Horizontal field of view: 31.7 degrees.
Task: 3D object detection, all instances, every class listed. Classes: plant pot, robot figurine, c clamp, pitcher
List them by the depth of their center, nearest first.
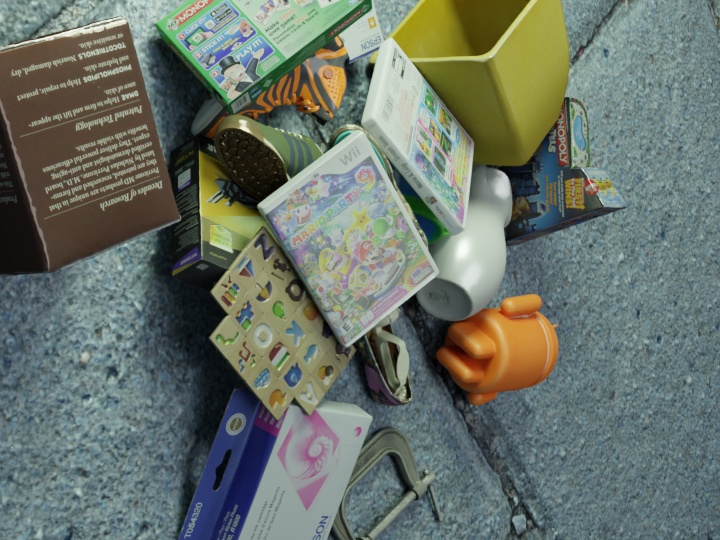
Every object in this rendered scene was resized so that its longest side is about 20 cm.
[{"bbox_3d":[0.033,0.298,1.638,0.199,0.027,0.172,-31,112,-43],"label":"c clamp"},{"bbox_3d":[0.166,-0.250,1.673,0.195,0.194,0.201,-52,130,-33],"label":"plant pot"},{"bbox_3d":[0.148,-0.014,1.710,0.172,0.120,0.201,70,34,-40],"label":"pitcher"},{"bbox_3d":[0.193,0.110,1.747,0.199,0.116,0.145,-1,84,-45],"label":"robot figurine"}]

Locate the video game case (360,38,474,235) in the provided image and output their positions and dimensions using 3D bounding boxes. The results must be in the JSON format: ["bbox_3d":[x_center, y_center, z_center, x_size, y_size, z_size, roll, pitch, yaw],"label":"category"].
[{"bbox_3d":[0.073,-0.163,1.524,0.182,0.024,0.201,49,29,-24],"label":"video game case"}]

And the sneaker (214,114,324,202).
[{"bbox_3d":[-0.088,-0.122,1.414,0.200,0.067,0.090,44,38,-37],"label":"sneaker"}]

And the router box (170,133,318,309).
[{"bbox_3d":[-0.122,-0.043,1.422,0.199,0.052,0.158,23,51,-43],"label":"router box"}]

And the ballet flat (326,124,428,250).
[{"bbox_3d":[0.015,-0.090,1.456,0.201,0.067,0.075,58,8,-28],"label":"ballet flat"}]

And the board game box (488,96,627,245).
[{"bbox_3d":[0.272,-0.136,1.769,0.061,0.199,0.202,-5,93,-45],"label":"board game box"}]

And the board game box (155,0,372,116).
[{"bbox_3d":[-0.104,-0.277,1.382,0.200,0.135,0.029,-38,159,-11],"label":"board game box"}]

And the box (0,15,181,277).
[{"bbox_3d":[-0.301,-0.115,1.192,0.164,0.165,0.202,-27,109,-44],"label":"box"}]

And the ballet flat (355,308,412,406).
[{"bbox_3d":[0.024,0.081,1.599,0.069,0.071,0.201,-34,114,-40],"label":"ballet flat"}]

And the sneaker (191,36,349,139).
[{"bbox_3d":[-0.090,-0.191,1.426,0.200,0.078,0.112,-42,110,-2],"label":"sneaker"}]

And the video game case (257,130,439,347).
[{"bbox_3d":[-0.010,-0.033,1.402,0.143,0.018,0.201,-38,119,-13],"label":"video game case"}]

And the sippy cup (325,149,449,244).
[{"bbox_3d":[0.042,-0.112,1.588,0.178,0.138,0.131,47,44,-61],"label":"sippy cup"}]

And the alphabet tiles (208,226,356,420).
[{"bbox_3d":[-0.081,0.057,1.386,0.167,0.006,0.200,-54,126,-28],"label":"alphabet tiles"}]

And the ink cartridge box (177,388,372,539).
[{"bbox_3d":[-0.094,0.241,1.453,0.199,0.043,0.198,13,100,-47],"label":"ink cartridge box"}]

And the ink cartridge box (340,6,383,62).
[{"bbox_3d":[-0.069,-0.334,1.516,0.196,0.043,0.202,-32,115,-41],"label":"ink cartridge box"}]
